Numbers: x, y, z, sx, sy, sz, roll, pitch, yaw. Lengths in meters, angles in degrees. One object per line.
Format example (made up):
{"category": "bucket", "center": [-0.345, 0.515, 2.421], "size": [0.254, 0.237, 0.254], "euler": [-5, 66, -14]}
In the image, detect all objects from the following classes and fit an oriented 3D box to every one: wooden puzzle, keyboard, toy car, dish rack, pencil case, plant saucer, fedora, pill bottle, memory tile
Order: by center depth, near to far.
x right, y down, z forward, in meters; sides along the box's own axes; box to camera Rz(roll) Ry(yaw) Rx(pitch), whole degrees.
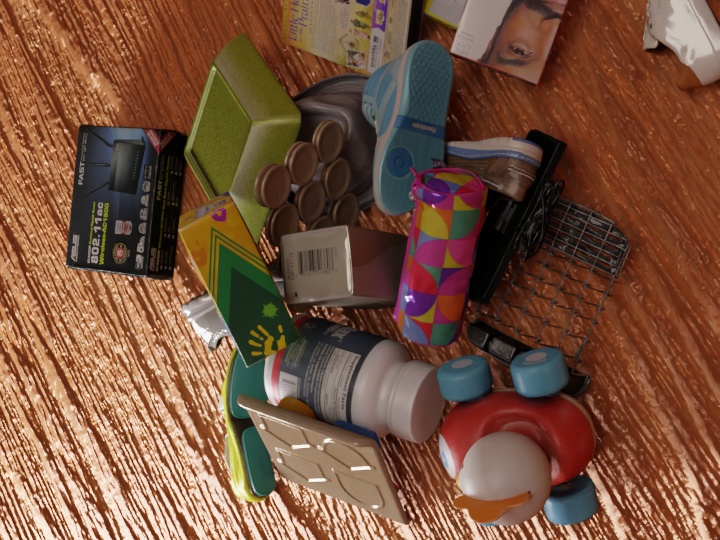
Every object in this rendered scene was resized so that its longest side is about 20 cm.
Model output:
{"category": "toy car", "center": [0.143, 0.207, 1.333], "size": [0.174, 0.200, 0.187], "euler": [-7, 105, 29]}
{"category": "pencil case", "center": [0.084, -0.018, 1.386], "size": [0.087, 0.088, 0.203], "euler": [22, 122, 29]}
{"category": "keyboard", "center": [0.178, -0.051, 1.403], "size": [0.202, 0.039, 0.104], "euler": [-65, 26, 9]}
{"category": "dish rack", "center": [0.214, 0.023, 1.419], "size": [0.152, 0.054, 0.203], "euler": [26, 98, 28]}
{"category": "memory tile", "center": [-0.055, -0.061, 1.478], "size": [0.017, 0.153, 0.202], "euler": [16, 135, 34]}
{"category": "wooden puzzle", "center": [-0.035, 0.213, 1.485], "size": [0.183, 0.201, 0.047], "euler": [16, 60, 30]}
{"category": "pill bottle", "center": [-0.004, 0.131, 1.497], "size": [0.198, 0.119, 0.122], "euler": [15, 94, 29]}
{"category": "fedora", "center": [-0.044, -0.157, 1.554], "size": [0.197, 0.090, 0.180], "euler": [-10, 82, 29]}
{"category": "plant saucer", "center": [-0.159, -0.162, 1.576], "size": [0.201, 0.047, 0.202], "euler": [56, 134, 41]}

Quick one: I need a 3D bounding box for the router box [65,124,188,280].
{"category": "router box", "center": [-0.319, -0.094, 1.724], "size": [0.148, 0.062, 0.204], "euler": [5, 90, 31]}

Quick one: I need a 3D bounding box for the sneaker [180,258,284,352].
{"category": "sneaker", "center": [-0.131, 0.043, 1.616], "size": [0.198, 0.075, 0.083], "euler": [-21, 99, 28]}

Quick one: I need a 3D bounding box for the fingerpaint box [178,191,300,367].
{"category": "fingerpaint box", "center": [-0.142, 0.005, 1.448], "size": [0.073, 0.200, 0.169], "euler": [-26, 100, -4]}

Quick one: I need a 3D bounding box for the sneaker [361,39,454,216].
{"category": "sneaker", "center": [0.041, -0.155, 1.457], "size": [0.130, 0.079, 0.203], "euler": [-6, 66, 65]}

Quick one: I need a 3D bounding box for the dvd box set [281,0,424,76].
{"category": "dvd box set", "center": [-0.012, -0.322, 1.547], "size": [0.198, 0.029, 0.148], "euler": [25, 124, 31]}

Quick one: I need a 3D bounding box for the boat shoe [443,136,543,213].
{"category": "boat shoe", "center": [0.123, -0.102, 1.424], "size": [0.199, 0.071, 0.074], "euler": [-6, 66, 62]}

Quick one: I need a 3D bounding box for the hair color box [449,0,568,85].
{"category": "hair color box", "center": [0.183, -0.323, 1.429], "size": [0.109, 0.064, 0.203], "euler": [19, 98, 1]}

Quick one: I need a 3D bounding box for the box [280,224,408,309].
{"category": "box", "center": [0.000, 0.000, 1.457], "size": [0.094, 0.199, 0.079], "euler": [-8, 83, 28]}

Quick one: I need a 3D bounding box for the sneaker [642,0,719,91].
{"category": "sneaker", "center": [0.326, -0.287, 1.361], "size": [0.084, 0.073, 0.203], "euler": [-28, 75, 22]}

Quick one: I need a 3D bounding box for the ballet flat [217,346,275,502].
{"category": "ballet flat", "center": [-0.152, 0.194, 1.614], "size": [0.067, 0.066, 0.204], "euler": [-14, 81, 49]}

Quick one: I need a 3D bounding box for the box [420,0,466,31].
{"category": "box", "center": [0.072, -0.378, 1.529], "size": [0.199, 0.048, 0.119], "euler": [33, 103, 25]}
